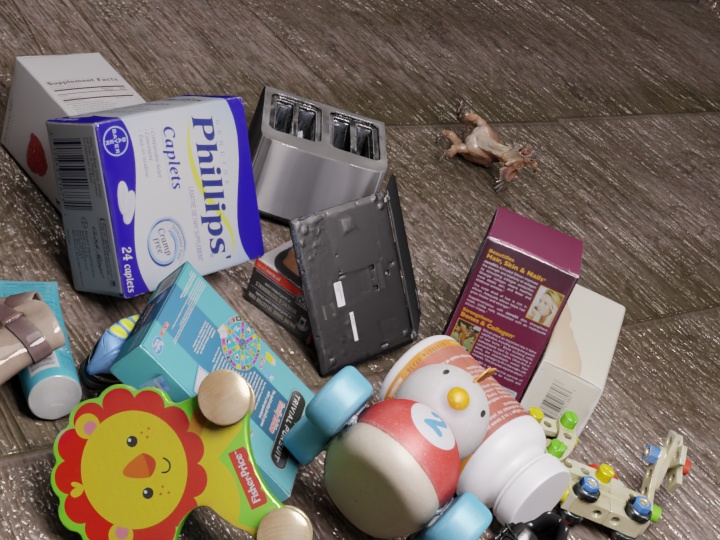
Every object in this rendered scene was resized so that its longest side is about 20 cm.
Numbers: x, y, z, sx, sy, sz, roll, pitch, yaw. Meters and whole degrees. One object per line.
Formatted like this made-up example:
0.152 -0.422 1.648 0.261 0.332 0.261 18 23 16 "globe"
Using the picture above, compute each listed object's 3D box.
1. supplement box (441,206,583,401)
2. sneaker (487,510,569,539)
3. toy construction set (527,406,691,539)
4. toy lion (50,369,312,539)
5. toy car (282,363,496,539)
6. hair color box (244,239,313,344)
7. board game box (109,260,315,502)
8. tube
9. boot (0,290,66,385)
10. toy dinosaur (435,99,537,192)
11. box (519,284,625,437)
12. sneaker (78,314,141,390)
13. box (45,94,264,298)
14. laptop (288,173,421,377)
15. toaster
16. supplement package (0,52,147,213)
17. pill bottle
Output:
0.163 0.046 1.387 0.109 0.202 0.086 23 30 2 "supplement box"
0.122 0.277 1.124 0.076 0.092 0.199 39 36 22 "sneaker"
0.256 0.215 1.312 0.196 0.093 0.132 10 32 0 "toy construction set"
-0.159 0.186 1.042 0.189 0.069 0.203 -25 83 -4 "toy lion"
0.065 0.144 1.136 0.184 0.177 0.200 44 62 6 "toy car"
-0.037 0.003 1.459 0.101 0.062 0.199 34 34 17 "hair color box"
-0.133 0.110 1.167 0.200 0.047 0.152 48 27 -17 "board game box"
-0.320 0.063 1.208 0.076 0.051 0.201 8 30 -30 "tube"
-0.334 0.084 1.094 0.144 0.071 0.200 -22 37 -13 "boot"
0.193 -0.185 1.877 0.134 0.087 0.200 29 14 -10 "toy dinosaur"
0.251 0.108 1.457 0.077 0.096 0.200 25 30 6 "box"
-0.206 0.079 1.224 0.072 0.082 0.199 61 27 10 "sneaker"
-0.218 -0.086 1.330 0.104 0.187 0.198 5 18 44 "box"
0.000 0.000 1.407 0.198 0.180 0.103 -19 14 -28 "laptop"
-0.065 -0.137 1.596 0.178 0.120 0.201 15 32 -10 "toaster"
-0.322 -0.154 1.454 0.119 0.123 0.200 -12 45 -43 "supplement package"
0.117 0.169 1.259 0.111 0.113 0.200 -11 44 -42 "pill bottle"
